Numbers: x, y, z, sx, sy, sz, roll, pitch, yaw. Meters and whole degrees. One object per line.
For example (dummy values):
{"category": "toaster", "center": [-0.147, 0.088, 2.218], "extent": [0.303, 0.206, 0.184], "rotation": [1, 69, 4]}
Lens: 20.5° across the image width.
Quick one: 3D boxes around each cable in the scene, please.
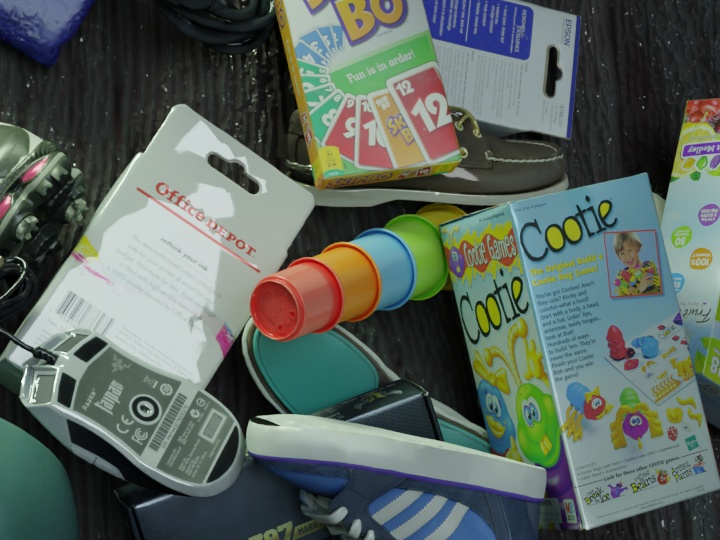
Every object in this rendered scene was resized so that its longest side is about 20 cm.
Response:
{"category": "cable", "center": [-0.108, -0.233, 1.290], "extent": [0.200, 0.051, 0.164], "rotation": [35, 44, -45]}

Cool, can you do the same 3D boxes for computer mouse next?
{"category": "computer mouse", "center": [-0.161, 0.075, 1.154], "extent": [0.200, 0.044, 0.110], "rotation": [32, 49, -4]}

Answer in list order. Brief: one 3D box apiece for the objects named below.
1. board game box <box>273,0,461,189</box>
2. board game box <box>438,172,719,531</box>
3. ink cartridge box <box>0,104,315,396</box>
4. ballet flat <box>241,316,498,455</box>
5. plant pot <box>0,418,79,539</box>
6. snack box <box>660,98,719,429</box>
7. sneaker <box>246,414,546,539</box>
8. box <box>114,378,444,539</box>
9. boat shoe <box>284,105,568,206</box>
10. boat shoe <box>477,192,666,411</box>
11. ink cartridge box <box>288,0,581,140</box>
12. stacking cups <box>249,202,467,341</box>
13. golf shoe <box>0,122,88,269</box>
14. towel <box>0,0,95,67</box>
{"category": "board game box", "center": [-0.003, -0.154, 1.284], "extent": [0.095, 0.030, 0.201], "rotation": [-8, 72, -18]}
{"category": "board game box", "center": [0.135, 0.052, 1.245], "extent": [0.104, 0.103, 0.201], "rotation": [-12, 89, -24]}
{"category": "ink cartridge box", "center": [-0.128, 0.010, 1.247], "extent": [0.115, 0.068, 0.200], "rotation": [35, 70, -9]}
{"category": "ballet flat", "center": [0.002, 0.085, 1.277], "extent": [0.200, 0.069, 0.070], "rotation": [33, 69, -18]}
{"category": "plant pot", "center": [-0.248, 0.167, 1.110], "extent": [0.200, 0.201, 0.162], "rotation": [26, 59, -12]}
{"category": "snack box", "center": [0.272, 0.006, 1.355], "extent": [0.168, 0.067, 0.201], "rotation": [29, 69, -41]}
{"category": "sneaker", "center": [0.014, 0.170, 1.163], "extent": [0.199, 0.081, 0.147], "rotation": [13, 89, -26]}
{"category": "box", "center": [-0.033, 0.174, 1.217], "extent": [0.199, 0.051, 0.158], "rotation": [-20, 103, -15]}
{"category": "boat shoe", "center": [0.047, -0.078, 1.322], "extent": [0.199, 0.072, 0.060], "rotation": [-1, 105, -15]}
{"category": "boat shoe", "center": [0.142, 0.023, 1.343], "extent": [0.068, 0.072, 0.201], "rotation": [33, 79, -15]}
{"category": "ink cartridge box", "center": [0.052, -0.150, 1.365], "extent": [0.199, 0.037, 0.095], "rotation": [11, 74, -14]}
{"category": "stacking cups", "center": [0.000, 0.000, 1.249], "extent": [0.200, 0.060, 0.061], "rotation": [-16, 83, -53]}
{"category": "golf shoe", "center": [-0.256, -0.004, 1.216], "extent": [0.088, 0.077, 0.200], "rotation": [34, 71, 20]}
{"category": "towel", "center": [-0.246, -0.241, 1.278], "extent": [0.200, 0.050, 0.148], "rotation": [34, 76, -10]}
